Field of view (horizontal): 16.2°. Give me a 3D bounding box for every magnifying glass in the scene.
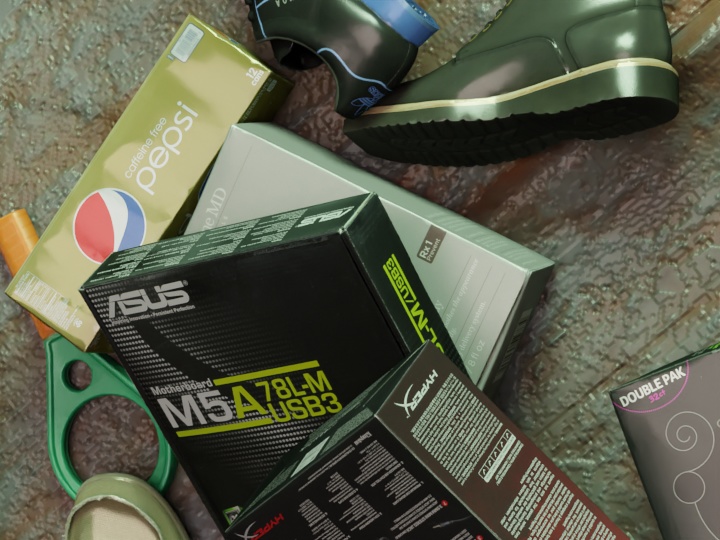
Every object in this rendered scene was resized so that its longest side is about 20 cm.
[{"bbox_3d":[-0.175,0.057,1.550,0.079,0.022,0.201,-27,85,14],"label":"magnifying glass"}]

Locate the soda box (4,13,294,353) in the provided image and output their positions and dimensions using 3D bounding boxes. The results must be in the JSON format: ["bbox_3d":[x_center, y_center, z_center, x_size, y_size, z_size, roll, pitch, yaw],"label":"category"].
[{"bbox_3d":[-0.124,-0.049,1.499,0.064,0.068,0.200,35,94,11],"label":"soda box"}]

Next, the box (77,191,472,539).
[{"bbox_3d":[-0.035,0.062,1.417,0.199,0.048,0.194,-11,119,37],"label":"box"}]

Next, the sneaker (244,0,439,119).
[{"bbox_3d":[-0.045,-0.170,1.467,0.078,0.070,0.200,-50,61,8],"label":"sneaker"}]

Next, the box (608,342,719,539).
[{"bbox_3d":[0.260,0.094,1.373,0.199,0.124,0.149,-22,86,16],"label":"box"}]

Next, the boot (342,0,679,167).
[{"bbox_3d":[0.088,-0.141,1.458,0.199,0.077,0.139,-7,72,22],"label":"boot"}]

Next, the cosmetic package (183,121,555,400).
[{"bbox_3d":[0.000,0.000,1.465,0.199,0.090,0.107,24,100,11],"label":"cosmetic package"}]

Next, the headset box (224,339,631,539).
[{"bbox_3d":[0.051,0.158,1.355,0.200,0.077,0.149,43,133,-6],"label":"headset box"}]

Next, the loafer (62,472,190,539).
[{"bbox_3d":[-0.132,0.221,1.508,0.075,0.068,0.201,-13,93,12],"label":"loafer"}]
